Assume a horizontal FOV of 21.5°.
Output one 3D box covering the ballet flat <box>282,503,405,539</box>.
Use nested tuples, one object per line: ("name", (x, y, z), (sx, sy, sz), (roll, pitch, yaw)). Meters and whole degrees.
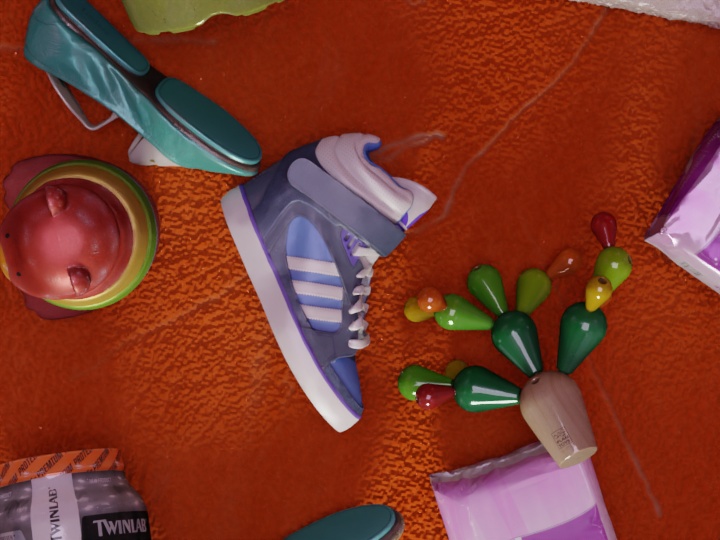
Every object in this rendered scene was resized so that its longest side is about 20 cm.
("ballet flat", (-0.055, 0.235, 1.408), (0.199, 0.071, 0.071), (-21, 94, -1))

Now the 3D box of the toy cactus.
("toy cactus", (0.123, 0.060, 1.366), (0.199, 0.102, 0.166), (-28, 67, 4))

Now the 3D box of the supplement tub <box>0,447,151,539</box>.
("supplement tub", (-0.205, 0.234, 1.358), (0.122, 0.123, 0.201), (-9, 82, -2))

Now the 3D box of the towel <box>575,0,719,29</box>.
("towel", (0.235, -0.250, 1.397), (0.199, 0.034, 0.133), (12, 95, -4))

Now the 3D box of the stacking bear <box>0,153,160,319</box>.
("stacking bear", (-0.199, -0.023, 1.311), (0.113, 0.200, 0.122), (-10, 94, -1))

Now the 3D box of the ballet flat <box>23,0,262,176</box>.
("ballet flat", (-0.163, -0.120, 1.382), (0.200, 0.067, 0.070), (39, 116, -4))

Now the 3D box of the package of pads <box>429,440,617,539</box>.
("package of pads", (0.137, 0.227, 1.404), (0.120, 0.076, 0.201), (-19, 94, 0))

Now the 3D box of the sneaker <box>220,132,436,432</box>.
("sneaker", (0.000, 0.000, 1.380), (0.146, 0.081, 0.201), (-25, 89, 4))

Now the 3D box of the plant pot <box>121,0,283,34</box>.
("plant pot", (-0.124, -0.272, 1.320), (0.199, 0.200, 0.191), (-14, 108, -1))

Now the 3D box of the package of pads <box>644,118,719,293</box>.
("package of pads", (0.319, -0.017, 1.387), (0.199, 0.076, 0.121), (35, 91, -4))
